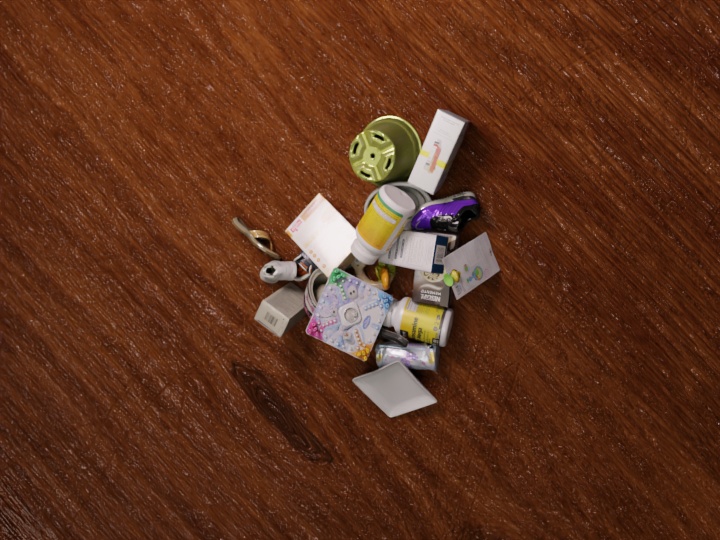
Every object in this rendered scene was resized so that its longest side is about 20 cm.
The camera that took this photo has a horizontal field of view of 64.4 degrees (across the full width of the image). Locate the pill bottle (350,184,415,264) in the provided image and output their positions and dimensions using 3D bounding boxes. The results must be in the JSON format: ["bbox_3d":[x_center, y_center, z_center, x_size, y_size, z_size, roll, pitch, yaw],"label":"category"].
[{"bbox_3d":[0.055,-0.118,1.542,0.112,0.113,0.202,37,120,7],"label":"pill bottle"}]

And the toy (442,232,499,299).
[{"bbox_3d":[0.294,-0.013,1.569,0.047,0.198,0.118,-12,103,51],"label":"toy"}]

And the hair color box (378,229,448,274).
[{"bbox_3d":[0.143,-0.056,1.568,0.197,0.060,0.103,13,95,46],"label":"hair color box"}]

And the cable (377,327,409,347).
[{"bbox_3d":[0.068,0.174,1.690,0.198,0.051,0.098,1,135,54],"label":"cable"}]

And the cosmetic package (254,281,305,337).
[{"bbox_3d":[-0.230,0.116,1.755,0.104,0.200,0.072,34,112,8],"label":"cosmetic package"}]

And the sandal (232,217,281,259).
[{"bbox_3d":[-0.323,-0.109,1.809,0.199,0.080,0.054,43,91,9],"label":"sandal"}]

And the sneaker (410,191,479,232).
[{"bbox_3d":[0.235,-0.142,1.558,0.195,0.070,0.101,-20,52,6],"label":"sneaker"}]

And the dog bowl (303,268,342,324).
[{"bbox_3d":[-0.085,0.092,1.712,0.200,0.200,0.074,44,131,3],"label":"dog bowl"}]

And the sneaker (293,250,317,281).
[{"bbox_3d":[-0.145,-0.043,1.755,0.078,0.079,0.201,40,111,7],"label":"sneaker"}]

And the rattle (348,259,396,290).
[{"bbox_3d":[0.000,0.000,1.686,0.196,0.144,0.132,25,128,5],"label":"rattle"}]

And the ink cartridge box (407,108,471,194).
[{"bbox_3d":[0.212,-0.318,1.530,0.082,0.145,0.204,27,111,9],"label":"ink cartridge box"}]

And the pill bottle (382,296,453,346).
[{"bbox_3d":[0.167,0.144,1.673,0.195,0.112,0.116,13,107,16],"label":"pill bottle"}]

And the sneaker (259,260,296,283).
[{"bbox_3d":[-0.274,-0.001,1.772,0.198,0.079,0.073,-9,81,55],"label":"sneaker"}]

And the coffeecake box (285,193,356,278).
[{"bbox_3d":[-0.099,-0.098,1.681,0.154,0.073,0.200,-45,73,3],"label":"coffeecake box"}]

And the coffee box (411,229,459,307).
[{"bbox_3d":[0.215,-0.009,1.631,0.110,0.080,0.206,8,101,17],"label":"coffee box"}]

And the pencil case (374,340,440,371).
[{"bbox_3d":[0.143,0.255,1.719,0.195,0.091,0.085,-1,62,21],"label":"pencil case"}]

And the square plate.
[{"bbox_3d":[0.105,0.360,1.747,0.198,0.029,0.198,-28,116,35],"label":"square plate"}]

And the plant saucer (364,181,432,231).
[{"bbox_3d":[0.107,-0.183,1.618,0.194,0.051,0.203,0,138,0],"label":"plant saucer"}]

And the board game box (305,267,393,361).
[{"bbox_3d":[-0.028,0.125,1.616,0.196,0.026,0.204,26,85,-11],"label":"board game box"}]

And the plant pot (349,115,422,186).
[{"bbox_3d":[0.055,-0.318,1.561,0.195,0.184,0.206,5,105,18],"label":"plant pot"}]
